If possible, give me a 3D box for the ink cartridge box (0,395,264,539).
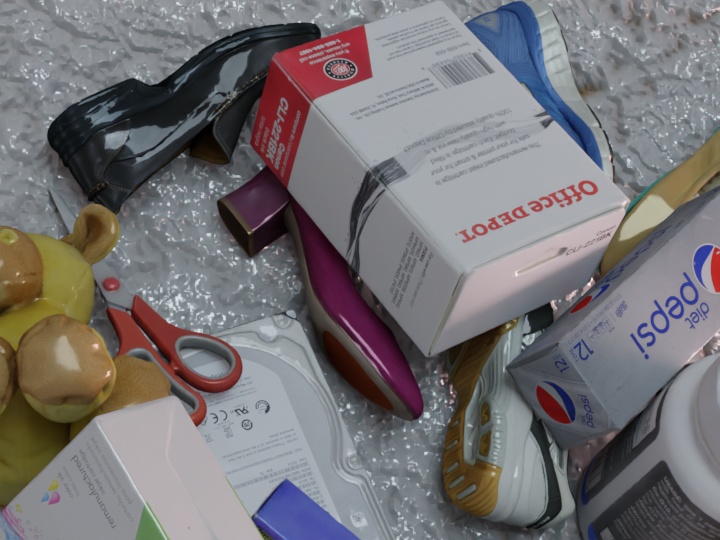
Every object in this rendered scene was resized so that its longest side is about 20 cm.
[{"bbox_3d":[-0.145,0.171,1.067,0.067,0.200,0.118,-15,66,-52],"label":"ink cartridge box"}]

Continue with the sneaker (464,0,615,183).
[{"bbox_3d":[0.113,-0.092,1.373,0.088,0.079,0.201,-14,63,-13],"label":"sneaker"}]

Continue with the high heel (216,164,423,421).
[{"bbox_3d":[0.000,0.000,1.279,0.096,0.068,0.201,-33,74,-18],"label":"high heel"}]

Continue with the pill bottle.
[{"bbox_3d":[0.218,0.119,1.218,0.113,0.200,0.115,8,62,-15],"label":"pill bottle"}]

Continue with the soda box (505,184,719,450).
[{"bbox_3d":[0.184,0.027,1.265,0.200,0.063,0.069,-40,95,-34],"label":"soda box"}]

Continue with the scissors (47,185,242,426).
[{"bbox_3d":[-0.153,0.021,1.224,0.073,0.014,0.200,-35,65,-31],"label":"scissors"}]

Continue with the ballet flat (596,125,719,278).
[{"bbox_3d":[0.242,-0.050,1.383,0.063,0.069,0.200,29,55,29],"label":"ballet flat"}]

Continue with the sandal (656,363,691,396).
[{"bbox_3d":[0.298,0.087,1.351,0.198,0.045,0.076,-2,65,-19],"label":"sandal"}]

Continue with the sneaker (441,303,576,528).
[{"bbox_3d":[0.105,0.074,1.290,0.087,0.075,0.202,22,60,-26],"label":"sneaker"}]

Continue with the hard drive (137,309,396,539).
[{"bbox_3d":[-0.065,0.134,1.212,0.139,0.038,0.202,-16,71,-24],"label":"hard drive"}]

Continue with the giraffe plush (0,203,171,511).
[{"bbox_3d":[-0.192,0.042,1.142,0.171,0.201,0.164,-11,60,4],"label":"giraffe plush"}]

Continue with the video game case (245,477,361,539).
[{"bbox_3d":[-0.015,0.240,1.091,0.199,0.182,0.045,39,34,3],"label":"video game case"}]

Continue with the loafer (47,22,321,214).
[{"bbox_3d":[-0.103,-0.101,1.304,0.199,0.073,0.073,-27,83,-18],"label":"loafer"}]

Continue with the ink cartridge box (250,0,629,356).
[{"bbox_3d":[0.048,-0.061,1.250,0.143,0.084,0.200,-22,58,-33],"label":"ink cartridge box"}]
